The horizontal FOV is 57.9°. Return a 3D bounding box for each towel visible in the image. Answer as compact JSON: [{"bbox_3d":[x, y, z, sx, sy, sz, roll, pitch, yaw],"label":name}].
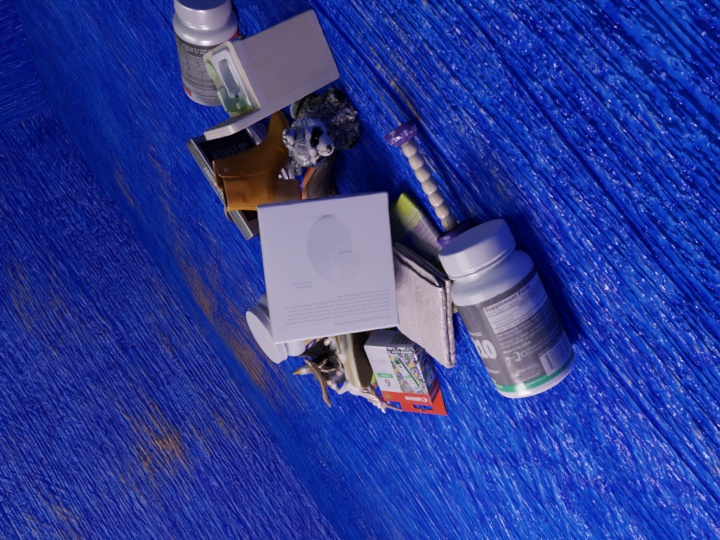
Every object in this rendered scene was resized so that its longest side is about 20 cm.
[{"bbox_3d":[0.100,-0.018,1.018,0.202,0.023,0.144,57,157,2],"label":"towel"},{"bbox_3d":[0.098,0.060,1.047,0.132,0.034,0.203,38,150,42],"label":"towel"}]

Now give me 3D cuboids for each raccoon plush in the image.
[{"bbox_3d":[-0.090,-0.208,1.017,0.198,0.133,0.098,11,131,58],"label":"raccoon plush"}]

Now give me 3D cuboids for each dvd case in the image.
[{"bbox_3d":[-0.213,-0.167,1.196,0.025,0.150,0.202,-31,92,36],"label":"dvd case"}]

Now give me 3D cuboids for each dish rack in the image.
[{"bbox_3d":[-0.186,-0.205,1.322,0.172,0.043,0.201,50,155,15],"label":"dish rack"}]

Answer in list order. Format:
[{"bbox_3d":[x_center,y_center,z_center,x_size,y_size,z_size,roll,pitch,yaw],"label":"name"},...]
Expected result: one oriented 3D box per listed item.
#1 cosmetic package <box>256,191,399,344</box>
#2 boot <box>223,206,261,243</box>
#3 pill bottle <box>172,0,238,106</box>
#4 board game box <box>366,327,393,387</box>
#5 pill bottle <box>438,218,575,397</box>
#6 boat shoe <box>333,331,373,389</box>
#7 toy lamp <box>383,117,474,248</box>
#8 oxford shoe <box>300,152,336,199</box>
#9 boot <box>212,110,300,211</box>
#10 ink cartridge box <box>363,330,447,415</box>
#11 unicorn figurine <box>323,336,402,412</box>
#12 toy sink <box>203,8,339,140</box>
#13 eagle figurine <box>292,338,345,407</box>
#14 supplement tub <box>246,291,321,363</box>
[{"bbox_3d":[-0.052,-0.011,1.010,0.123,0.194,0.206,-146,49,-78],"label":"cosmetic package"},{"bbox_3d":[-0.215,-0.103,1.370,0.152,0.072,0.200,54,151,7],"label":"boot"},{"bbox_3d":[-0.271,-0.406,1.157,0.114,0.113,0.202,47,154,21],"label":"pill bottle"},{"bbox_3d":[0.016,0.150,1.351,0.101,0.047,0.202,43,153,28],"label":"board game box"},{"bbox_3d":[0.183,0.047,0.825,0.203,0.112,0.112,62,155,-10],"label":"pill bottle"},{"bbox_3d":[-0.028,0.128,1.238,0.062,0.073,0.206,-22,77,29],"label":"boat shoe"},{"bbox_3d":[0.101,-0.103,0.876,0.203,0.058,0.058,63,155,-6],"label":"toy lamp"},{"bbox_3d":[-0.066,-0.149,1.153,0.072,0.072,0.201,27,151,-3],"label":"oxford shoe"},{"bbox_3d":[-0.188,-0.198,1.141,0.071,0.140,0.206,121,140,-58],"label":"boot"},{"bbox_3d":[0.089,0.209,1.231,0.107,0.051,0.204,-1,122,33],"label":"ink cartridge box"},{"bbox_3d":[-0.009,0.204,1.309,0.135,0.073,0.204,9,123,46],"label":"unicorn figurine"},{"bbox_3d":[-0.155,-0.292,0.964,0.129,0.198,0.114,10,130,59],"label":"toy sink"},{"bbox_3d":[-0.099,0.227,1.610,0.200,0.147,0.156,-72,-5,-84],"label":"eagle figurine"},{"bbox_3d":[-0.124,0.084,1.355,0.145,0.198,0.147,42,153,28],"label":"supplement tub"}]
